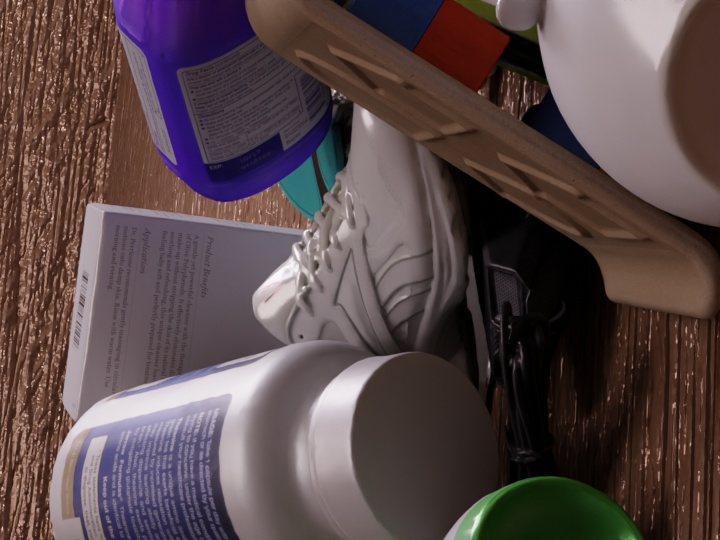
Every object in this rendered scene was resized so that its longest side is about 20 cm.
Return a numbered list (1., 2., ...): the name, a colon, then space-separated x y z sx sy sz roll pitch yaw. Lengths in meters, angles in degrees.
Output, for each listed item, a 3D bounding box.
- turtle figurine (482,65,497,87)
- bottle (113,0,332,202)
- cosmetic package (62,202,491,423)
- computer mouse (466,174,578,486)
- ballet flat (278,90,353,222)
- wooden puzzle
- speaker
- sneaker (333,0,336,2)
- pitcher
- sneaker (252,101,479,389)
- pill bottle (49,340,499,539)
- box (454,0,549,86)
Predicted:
1. turtle figurine: -0.010 -0.123 1.291 0.144 0.194 0.200 39 92 34
2. bottle: -0.062 -0.114 1.052 0.065 0.083 0.200 44 162 30
3. cosmetic package: -0.039 0.032 1.221 0.085 0.199 0.108 -161 80 -78
4. computer mouse: 0.077 0.034 1.075 0.200 0.046 0.141 -95 -1 -61
5. ballet flat: 0.003 -0.053 1.209 0.200 0.072 0.072 -149 68 -76
6. wooden puzzle: 0.047 -0.061 0.931 0.046 0.200 0.185 -54 6 -3
7. speaker: 0.050 0.158 0.994 0.200 0.088 0.089 116 159 -56
8. sneaker: -0.025 -0.139 1.149 0.200 0.082 0.073 85 175 -65
9. pitcher: 0.086 -0.088 0.783 0.200 0.171 0.122 -111 22 -68
10. sneaker: 0.000 0.000 1.092 0.078 0.099 0.200 -93 -2 -52
11. pill bottle: -0.037 0.091 1.073 0.200 0.111 0.111 -16 63 48
12. box: 0.070 -0.106 0.984 0.200 0.122 0.048 -153 84 -77
